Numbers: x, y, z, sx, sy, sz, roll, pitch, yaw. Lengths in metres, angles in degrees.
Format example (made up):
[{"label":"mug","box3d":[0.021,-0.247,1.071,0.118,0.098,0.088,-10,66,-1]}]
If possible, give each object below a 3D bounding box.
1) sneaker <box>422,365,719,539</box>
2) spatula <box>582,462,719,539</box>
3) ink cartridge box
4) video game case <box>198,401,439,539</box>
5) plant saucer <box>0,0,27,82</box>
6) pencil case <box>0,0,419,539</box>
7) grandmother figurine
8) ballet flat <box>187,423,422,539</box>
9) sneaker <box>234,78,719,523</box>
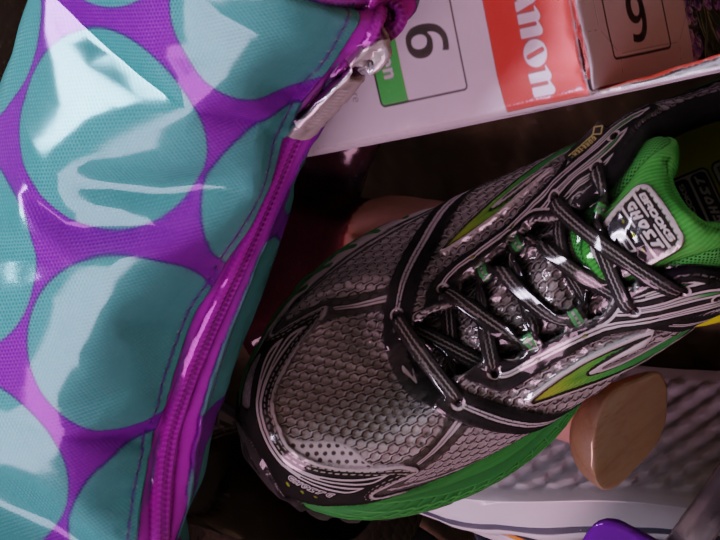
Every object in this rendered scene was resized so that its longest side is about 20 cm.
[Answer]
[{"label":"sneaker","box3d":[0.077,0.067,0.947,0.199,0.079,0.080,12,149,28]},{"label":"spatula","box3d":[0.114,0.050,0.865,0.056,0.021,0.201,33,100,15]},{"label":"ink cartridge box","box3d":[0.057,-0.070,0.781,0.199,0.109,0.051,-11,93,37]},{"label":"video game case","box3d":[0.016,0.132,0.996,0.200,0.143,0.019,34,116,-14]},{"label":"plant saucer","box3d":[-0.123,-0.052,0.854,0.036,0.201,0.200,19,145,-23]},{"label":"pencil case","box3d":[-0.055,-0.010,0.754,0.092,0.085,0.201,36,119,27]},{"label":"grandmother figurine","box3d":[0.000,0.000,0.914,0.199,0.122,0.060,13,-177,33]},{"label":"ballet flat","box3d":[-0.035,0.071,0.950,0.067,0.200,0.046,47,118,22]},{"label":"sneaker","box3d":[0.053,-0.003,0.798,0.078,0.199,0.085,57,172,9]}]
